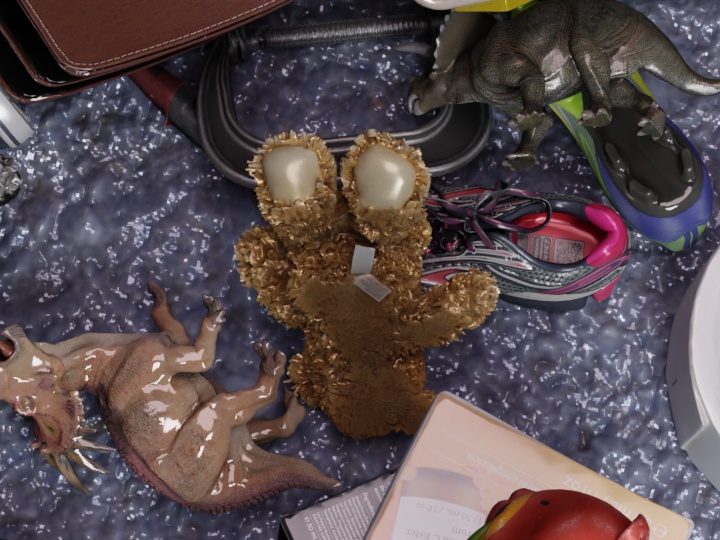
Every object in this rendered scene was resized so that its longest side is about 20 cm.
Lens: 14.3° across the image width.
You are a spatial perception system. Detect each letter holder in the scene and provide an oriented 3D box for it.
[{"bbox_3d":[-0.109,-0.162,1.621,0.199,0.101,0.142,-25,63,-23],"label":"letter holder"}]

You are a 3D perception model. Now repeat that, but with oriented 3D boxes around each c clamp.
[{"bbox_3d":[-0.005,-0.120,1.684,0.199,0.027,0.172,-11,63,-12],"label":"c clamp"}]

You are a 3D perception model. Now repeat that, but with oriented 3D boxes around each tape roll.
[{"bbox_3d":[0.279,0.054,1.652,0.201,0.071,0.204,2,75,-6],"label":"tape roll"}]

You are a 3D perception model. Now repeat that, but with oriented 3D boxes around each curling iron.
[{"bbox_3d":[-0.116,-0.094,1.672,0.200,0.026,0.050,39,52,4],"label":"curling iron"}]

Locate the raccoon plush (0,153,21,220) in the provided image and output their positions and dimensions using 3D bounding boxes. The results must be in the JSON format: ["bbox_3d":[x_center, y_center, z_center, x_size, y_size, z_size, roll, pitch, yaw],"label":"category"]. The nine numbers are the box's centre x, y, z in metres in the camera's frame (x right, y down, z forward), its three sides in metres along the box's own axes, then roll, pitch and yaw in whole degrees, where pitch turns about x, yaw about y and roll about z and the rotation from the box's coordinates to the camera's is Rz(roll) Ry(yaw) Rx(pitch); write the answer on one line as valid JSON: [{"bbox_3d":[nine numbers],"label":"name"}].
[{"bbox_3d":[-0.263,-0.070,1.539,0.097,0.134,0.200,-42,93,1],"label":"raccoon plush"}]

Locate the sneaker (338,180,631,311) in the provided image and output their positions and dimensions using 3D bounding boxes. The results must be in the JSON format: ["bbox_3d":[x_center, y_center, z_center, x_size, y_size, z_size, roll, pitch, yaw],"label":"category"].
[{"bbox_3d":[0.057,-0.022,1.648,0.199,0.075,0.081,-1,75,-5],"label":"sneaker"}]

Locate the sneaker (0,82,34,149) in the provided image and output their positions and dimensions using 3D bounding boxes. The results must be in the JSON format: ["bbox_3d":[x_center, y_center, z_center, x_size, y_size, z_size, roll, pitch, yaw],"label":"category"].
[{"bbox_3d":[-0.278,-0.129,1.642,0.079,0.078,0.200,-45,91,-1],"label":"sneaker"}]

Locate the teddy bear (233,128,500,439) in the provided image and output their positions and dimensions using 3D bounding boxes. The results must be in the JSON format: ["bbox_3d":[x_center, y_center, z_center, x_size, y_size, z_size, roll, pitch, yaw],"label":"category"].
[{"bbox_3d":[0.000,0.000,1.585,0.144,0.200,0.067,-16,35,18],"label":"teddy bear"}]

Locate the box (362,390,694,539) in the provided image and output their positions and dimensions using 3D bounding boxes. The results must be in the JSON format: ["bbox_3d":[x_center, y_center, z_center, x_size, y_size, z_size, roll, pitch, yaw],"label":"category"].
[{"bbox_3d":[0.059,0.192,1.495,0.152,0.106,0.201,26,74,2],"label":"box"}]

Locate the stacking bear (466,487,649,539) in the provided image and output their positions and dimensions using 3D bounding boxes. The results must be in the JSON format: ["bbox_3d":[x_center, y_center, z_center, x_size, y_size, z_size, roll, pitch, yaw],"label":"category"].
[{"bbox_3d":[0.088,0.155,1.347,0.121,0.200,0.114,-39,81,-14],"label":"stacking bear"}]

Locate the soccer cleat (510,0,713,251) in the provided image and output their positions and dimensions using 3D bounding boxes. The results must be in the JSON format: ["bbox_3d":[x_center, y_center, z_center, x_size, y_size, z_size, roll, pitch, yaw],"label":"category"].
[{"bbox_3d":[0.144,-0.093,1.684,0.064,0.084,0.201,-27,58,-2],"label":"soccer cleat"}]

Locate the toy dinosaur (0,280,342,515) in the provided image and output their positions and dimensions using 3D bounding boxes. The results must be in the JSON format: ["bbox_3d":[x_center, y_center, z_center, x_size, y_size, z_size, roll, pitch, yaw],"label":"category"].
[{"bbox_3d":[-0.111,0.087,1.595,0.200,0.086,0.136,39,75,4],"label":"toy dinosaur"}]

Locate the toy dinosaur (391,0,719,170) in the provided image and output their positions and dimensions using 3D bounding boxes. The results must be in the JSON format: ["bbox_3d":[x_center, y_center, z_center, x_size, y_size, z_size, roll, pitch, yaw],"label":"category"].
[{"bbox_3d":[0.116,-0.119,1.609,0.199,0.077,0.103,-13,63,7],"label":"toy dinosaur"}]

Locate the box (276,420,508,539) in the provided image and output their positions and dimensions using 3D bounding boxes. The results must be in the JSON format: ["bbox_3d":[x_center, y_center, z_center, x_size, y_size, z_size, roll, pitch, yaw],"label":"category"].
[{"bbox_3d":[0.056,0.206,1.584,0.141,0.079,0.201,-22,78,-8],"label":"box"}]

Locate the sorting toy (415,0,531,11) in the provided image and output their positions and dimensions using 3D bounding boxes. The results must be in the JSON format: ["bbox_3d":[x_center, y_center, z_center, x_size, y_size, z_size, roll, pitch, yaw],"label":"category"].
[{"bbox_3d":[0.095,-0.189,1.655,0.199,0.185,0.037,-8,115,-14],"label":"sorting toy"}]
